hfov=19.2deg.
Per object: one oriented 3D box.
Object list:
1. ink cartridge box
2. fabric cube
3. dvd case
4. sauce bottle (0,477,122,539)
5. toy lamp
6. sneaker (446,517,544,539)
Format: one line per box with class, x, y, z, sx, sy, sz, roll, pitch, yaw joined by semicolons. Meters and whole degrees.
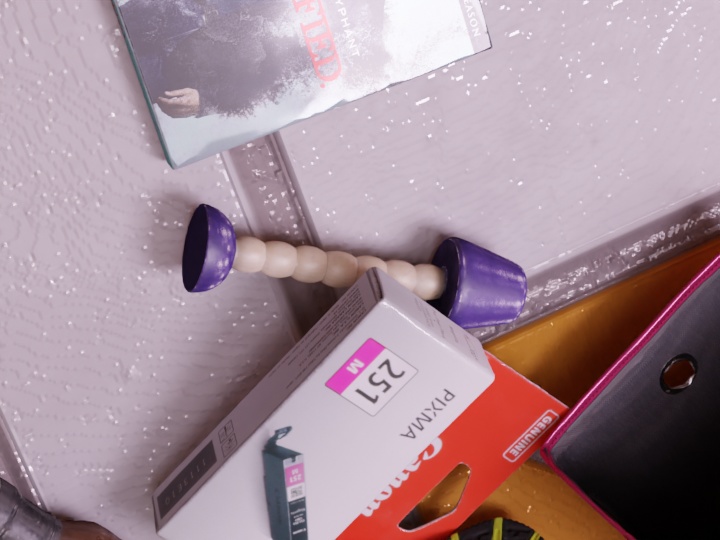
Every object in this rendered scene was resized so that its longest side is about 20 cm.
ink cartridge box;0.006;0.118;1.251;0.173;0.044;0.200;35;108;-27
fabric cube;0.268;0.132;1.261;0.196;0.200;0.199;-46;130;1
dvd case;-0.037;-0.157;1.192;0.200;0.022;0.146;-21;112;-11
sauce bottle;-0.146;0.190;1.245;0.200;0.065;0.065;37;94;-24
toy lamp;0.000;0.000;1.234;0.200;0.058;0.058;8;104;-20
sneaker;0.028;0.220;1.287;0.200;0.075;0.077;-15;137;-23
